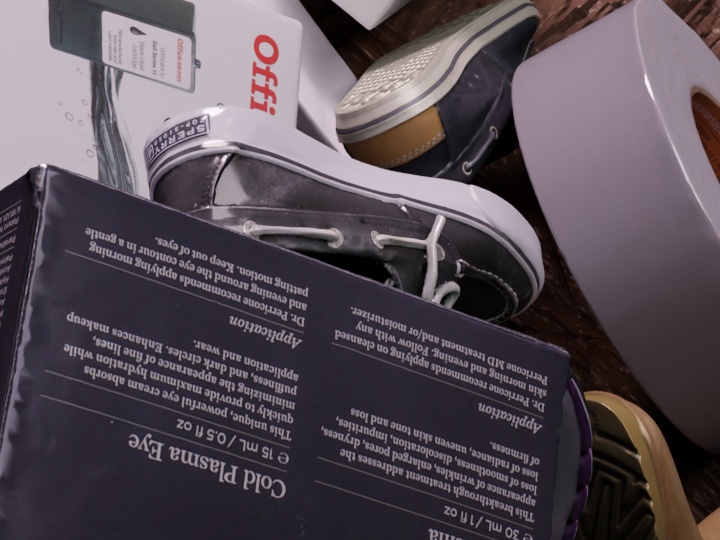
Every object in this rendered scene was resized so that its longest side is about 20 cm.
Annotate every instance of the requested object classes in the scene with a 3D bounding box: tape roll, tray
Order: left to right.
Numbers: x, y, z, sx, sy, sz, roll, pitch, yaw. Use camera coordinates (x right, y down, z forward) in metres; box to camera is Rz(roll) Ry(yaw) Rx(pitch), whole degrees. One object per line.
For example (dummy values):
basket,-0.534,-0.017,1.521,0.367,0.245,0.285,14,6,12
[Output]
tray,-0.053,-0.116,1.202,0.200,0.022,0.107,52,17,-33
tape roll,0.147,-0.021,1.232,0.200,0.066,0.200,50,23,-31

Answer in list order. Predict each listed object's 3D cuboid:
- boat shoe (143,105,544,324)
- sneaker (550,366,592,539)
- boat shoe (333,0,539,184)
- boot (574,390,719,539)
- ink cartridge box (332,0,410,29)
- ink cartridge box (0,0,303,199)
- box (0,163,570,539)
boat shoe,0.002,-0.001,1.048,0.199,0.074,0.068,25,44,-48
sneaker,0.045,0.119,0.997,0.074,0.200,0.088,2,40,-8
boat shoe,0.042,-0.077,1.260,0.062,0.075,0.200,62,23,-10
boot,0.156,0.104,1.155,0.066,0.175,0.200,10,25,40
ink cartridge box,-0.013,-0.239,1.285,0.200,0.147,0.145,40,20,1
ink cartridge box,-0.127,-0.052,1.080,0.200,0.083,0.147,17,62,-30
box,-0.049,0.093,0.853,0.200,0.104,0.182,21,63,-28
